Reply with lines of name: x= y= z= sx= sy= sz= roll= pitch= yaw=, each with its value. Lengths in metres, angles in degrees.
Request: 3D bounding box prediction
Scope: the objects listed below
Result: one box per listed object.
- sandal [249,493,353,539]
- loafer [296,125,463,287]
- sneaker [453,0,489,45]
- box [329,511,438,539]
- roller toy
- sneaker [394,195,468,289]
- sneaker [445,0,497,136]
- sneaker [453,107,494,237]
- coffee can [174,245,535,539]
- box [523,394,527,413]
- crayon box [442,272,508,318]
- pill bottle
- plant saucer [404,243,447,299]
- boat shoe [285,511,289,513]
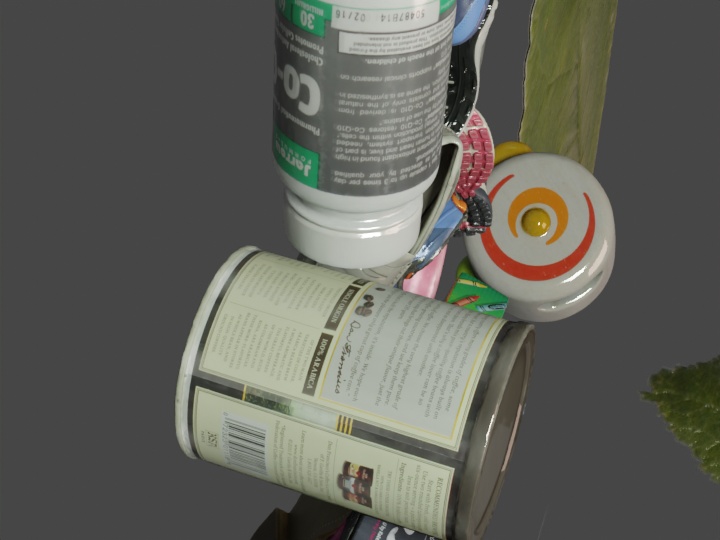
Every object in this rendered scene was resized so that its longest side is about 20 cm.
sandal: x=-0.008 y=0.187 z=0.992 sx=0.212 sy=0.069 sz=0.078 roll=-46 pitch=-149 yaw=34
loafer: x=0.007 y=-0.021 z=0.956 sx=0.202 sy=0.069 sz=0.070 roll=-59 pitch=-162 yaw=0
sneaker: x=0.062 y=-0.269 z=1.001 sx=0.082 sy=0.073 sz=0.203 roll=-45 pitch=140 yaw=-59
box: x=-0.003 y=0.271 z=0.907 sx=0.201 sy=0.114 sz=0.133 roll=-58 pitch=-179 yaw=40
roller toy: x=0.215 y=-0.043 z=1.575 sx=0.140 sy=0.180 sz=0.203 roll=53 pitch=54 yaw=-71
sneaker: x=0.000 y=0.000 z=1.043 sx=0.201 sy=0.078 sz=0.075 roll=-51 pitch=-176 yaw=-24
sneaker: x=0.074 y=-0.170 z=1.143 sx=0.080 sy=0.073 sz=0.203 roll=81 pitch=27 yaw=-68
sneaker: x=0.085 y=-0.107 z=1.258 sx=0.201 sy=0.079 sz=0.076 roll=81 pitch=3 yaw=-63
coffee can: x=-0.001 y=0.079 z=0.849 sx=0.146 sy=0.197 sz=0.149 roll=16 pitch=90 yaw=-75
box: x=0.087 y=0.148 z=1.072 sx=0.138 sy=0.040 sz=0.200 roll=-58 pitch=167 yaw=-11
crayon box: x=0.066 y=0.114 z=1.287 sx=0.201 sy=0.058 sz=0.119 roll=-61 pitch=178 yaw=32
pill bottle: x=0.000 y=-0.110 z=0.834 sx=0.113 sy=0.111 sz=0.202 roll=-56 pitch=156 yaw=-50
plant saucer: x=0.030 y=0.003 z=1.186 sx=0.200 sy=0.050 sz=0.204 roll=16 pitch=90 yaw=-76
boat shoe: x=-0.051 y=0.243 z=1.098 sx=0.075 sy=0.061 sz=0.201 roll=91 pitch=22 yaw=-50
